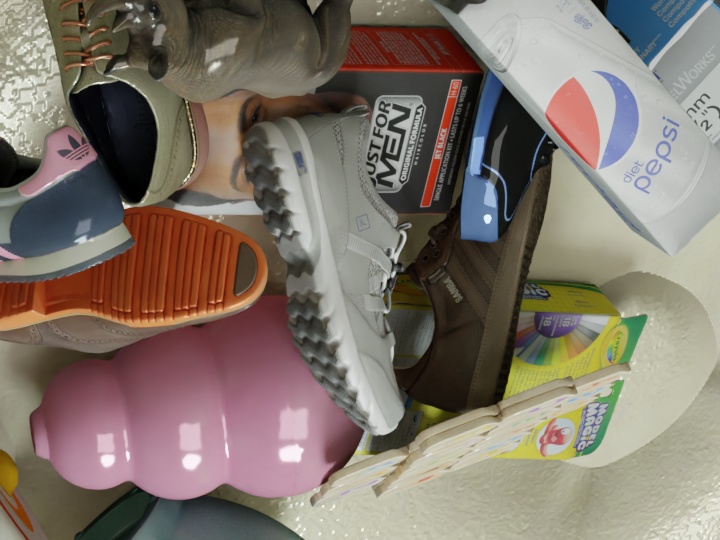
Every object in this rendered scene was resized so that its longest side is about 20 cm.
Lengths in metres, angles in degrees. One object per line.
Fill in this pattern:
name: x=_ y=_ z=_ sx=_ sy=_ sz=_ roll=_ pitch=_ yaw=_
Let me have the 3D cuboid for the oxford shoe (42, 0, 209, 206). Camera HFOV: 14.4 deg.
oxford shoe: x=-0.137 y=-0.131 z=1.550 sx=0.071 sy=0.074 sz=0.201 roll=-18 pitch=102 yaw=19

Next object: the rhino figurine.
rhino figurine: x=-0.075 y=-0.135 z=1.539 sx=0.200 sy=0.060 sz=0.088 roll=-7 pitch=107 yaw=-50

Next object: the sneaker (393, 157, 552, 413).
sneaker: x=0.067 y=-0.014 z=1.743 sx=0.070 sy=0.075 sz=0.201 roll=60 pitch=42 yaw=-75

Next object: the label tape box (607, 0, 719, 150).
label tape box: x=0.206 y=-0.146 z=1.751 sx=0.143 sy=0.066 sz=0.200 roll=-47 pitch=130 yaw=10

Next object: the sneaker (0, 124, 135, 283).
sneaker: x=-0.214 y=-0.035 z=1.580 sx=0.070 sy=0.199 sz=0.082 roll=-37 pitch=114 yaw=-54

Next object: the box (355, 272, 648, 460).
box: x=0.083 y=0.063 z=1.845 sx=0.199 sy=0.048 sz=0.118 roll=5 pitch=119 yaw=-26

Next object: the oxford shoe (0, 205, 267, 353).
oxford shoe: x=-0.136 y=0.010 z=1.648 sx=0.199 sy=0.072 sz=0.073 roll=-1 pitch=156 yaw=25

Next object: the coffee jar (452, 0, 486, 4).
coffee jar: x=-0.005 y=-0.216 z=1.508 sx=0.199 sy=0.085 sz=0.105 roll=20 pitch=96 yaw=-25

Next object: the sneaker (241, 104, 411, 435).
sneaker: x=0.000 y=0.000 z=1.640 sx=0.082 sy=0.075 sz=0.201 roll=-22 pitch=111 yaw=-19

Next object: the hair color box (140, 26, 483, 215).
hair color box: x=-0.036 y=-0.088 z=1.674 sx=0.199 sy=0.061 sz=0.102 roll=-1 pitch=122 yaw=-24

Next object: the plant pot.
plant pot: x=-0.121 y=0.216 z=1.774 sx=0.200 sy=0.200 sz=0.134 roll=-43 pitch=103 yaw=6

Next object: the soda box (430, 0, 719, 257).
soda box: x=0.129 y=-0.102 z=1.623 sx=0.063 sy=0.068 sz=0.200 roll=-43 pitch=111 yaw=-1

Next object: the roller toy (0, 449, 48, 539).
roller toy: x=-0.258 y=0.151 z=1.650 sx=0.139 sy=0.183 sz=0.200 roll=-33 pitch=129 yaw=-3

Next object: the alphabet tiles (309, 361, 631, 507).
alphabet tiles: x=0.067 y=0.104 z=1.741 sx=0.195 sy=0.015 sz=0.200 roll=-20 pitch=170 yaw=-14

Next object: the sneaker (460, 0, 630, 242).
sneaker: x=0.112 y=-0.108 z=1.682 sx=0.078 sy=0.070 sz=0.201 roll=15 pitch=95 yaw=4

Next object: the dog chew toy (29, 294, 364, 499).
dog chew toy: x=-0.100 y=0.084 z=1.727 sx=0.199 sy=0.125 sz=0.125 roll=-9 pitch=125 yaw=-11
